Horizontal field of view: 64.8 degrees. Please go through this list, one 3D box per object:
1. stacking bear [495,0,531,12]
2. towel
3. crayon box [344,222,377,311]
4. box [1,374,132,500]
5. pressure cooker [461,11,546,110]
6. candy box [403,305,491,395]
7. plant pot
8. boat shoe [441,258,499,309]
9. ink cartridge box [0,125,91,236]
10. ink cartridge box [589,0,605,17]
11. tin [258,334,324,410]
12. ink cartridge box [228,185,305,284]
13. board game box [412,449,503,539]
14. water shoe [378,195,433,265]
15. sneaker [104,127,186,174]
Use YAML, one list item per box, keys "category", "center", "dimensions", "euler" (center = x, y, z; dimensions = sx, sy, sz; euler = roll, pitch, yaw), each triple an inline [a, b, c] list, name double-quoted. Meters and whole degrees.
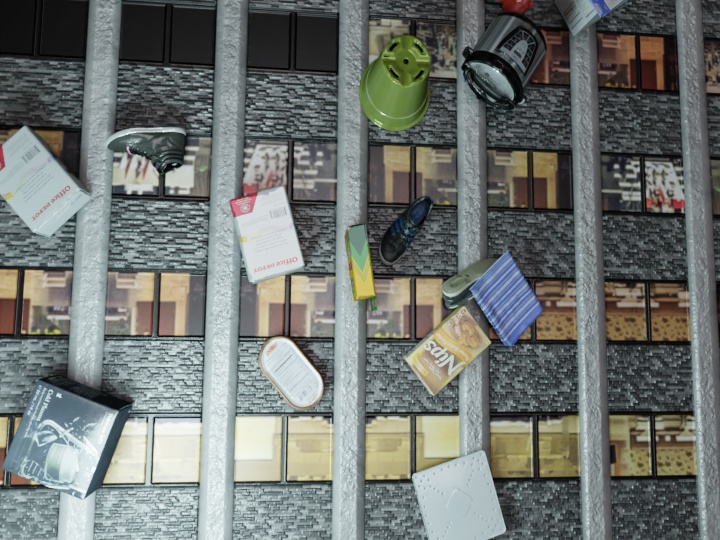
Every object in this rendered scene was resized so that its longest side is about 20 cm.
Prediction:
- category: "stacking bear"
  center: [0.379, -0.769, 1.513]
  dimensions: [0.120, 0.114, 0.203]
  euler: [-35, 93, -8]
- category: "towel"
  center: [0.374, 0.076, 1.436]
  dimensions: [0.144, 0.024, 0.202]
  euler: [-42, 111, -10]
- category: "crayon box"
  center: [0.000, 0.000, 1.386]
  dimensions: [0.049, 0.127, 0.208]
  euler: [-8, 85, -6]
- category: "box"
  center: [-0.657, 0.372, 1.288]
  dimensions: [0.190, 0.124, 0.207]
  euler: [21, 83, -5]
- category: "pressure cooker"
  center: [0.361, -0.521, 1.452]
  dimensions: [0.174, 0.179, 0.203]
  euler: [30, 81, 37]
- category: "candy box"
  center: [0.218, 0.199, 1.425]
  dimensions: [0.198, 0.055, 0.117]
  euler: [-40, 89, -8]
- category: "plant pot"
  center: [0.098, -0.481, 1.411]
  dimensions: [0.192, 0.190, 0.209]
  euler: [0, 84, -5]
- category: "boat shoe"
  center: [0.295, 0.030, 1.454]
  dimensions: [0.195, 0.072, 0.069]
  euler: [-28, 124, -14]
- category: "ink cartridge box"
  center: [-0.765, -0.207, 1.343]
  dimensions: [0.145, 0.083, 0.201]
  euler: [-42, 90, -8]
- category: "ink cartridge box"
  center: [0.624, -0.722, 1.406]
  dimensions: [0.198, 0.042, 0.121]
  euler: [-38, 92, -11]
- category: "tin"
  center: [-0.168, 0.249, 1.392]
  dimensions: [0.112, 0.042, 0.201]
  euler: [-41, 90, -12]
- category: "ink cartridge box"
  center: [-0.227, -0.085, 1.393]
  dimensions: [0.140, 0.083, 0.208]
  euler: [-15, 86, -7]
- category: "board game box"
  center: [0.242, 0.574, 1.407]
  dimensions: [0.193, 0.026, 0.208]
  euler: [-16, 87, -7]
- category: "water shoe"
  center: [0.112, -0.108, 1.432]
  dimensions: [0.070, 0.079, 0.203]
  euler: [34, 82, -1]
- category: "sneaker"
  center: [-0.522, -0.288, 1.388]
  dimensions: [0.192, 0.071, 0.103]
  euler: [-8, 80, -11]
